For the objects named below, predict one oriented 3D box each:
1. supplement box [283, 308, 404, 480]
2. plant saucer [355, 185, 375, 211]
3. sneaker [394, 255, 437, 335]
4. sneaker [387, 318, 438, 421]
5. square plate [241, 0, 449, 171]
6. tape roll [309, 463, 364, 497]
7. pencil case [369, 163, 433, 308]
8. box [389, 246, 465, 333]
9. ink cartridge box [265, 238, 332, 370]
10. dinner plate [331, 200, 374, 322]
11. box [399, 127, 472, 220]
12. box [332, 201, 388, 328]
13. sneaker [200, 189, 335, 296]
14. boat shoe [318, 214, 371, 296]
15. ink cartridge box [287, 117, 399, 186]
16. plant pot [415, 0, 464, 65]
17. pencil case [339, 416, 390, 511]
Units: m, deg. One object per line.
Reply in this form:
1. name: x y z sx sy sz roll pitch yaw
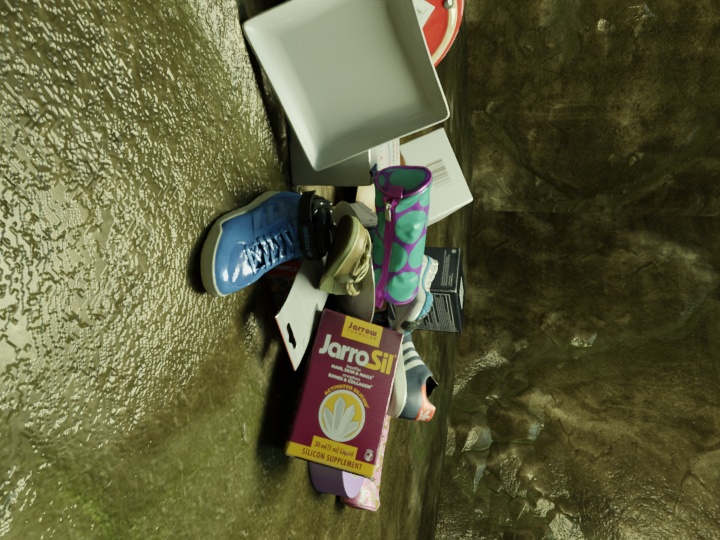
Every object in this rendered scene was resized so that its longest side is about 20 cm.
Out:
1. supplement box: -0.025 0.178 0.759 0.103 0.127 0.206 125 -20 -73
2. plant saucer: 0.021 -0.141 0.996 0.200 0.034 0.207 12 89 -85
3. sneaker: 0.072 0.024 0.864 0.075 0.086 0.202 -46 -166 30
4. sneaker: 0.081 0.159 0.839 0.202 0.082 0.076 -85 -163 -53
5. square plate: -0.013 -0.242 0.632 0.029 0.195 0.201 -85 153 -54
6. tape roll: -0.028 0.299 0.953 0.200 0.064 0.207 4 90 -73
7. pencil case: 0.052 -0.048 0.746 0.092 0.084 0.204 -43 146 -41
8. box: 0.145 0.046 1.246 0.202 0.192 0.126 68 28 -54
9. ink cartridge box: -0.088 0.023 0.733 0.203 0.049 0.111 -69 156 -43
10. dinner plate: -0.023 -0.006 0.828 0.199 0.024 0.207 169 -89 -70
11. box: 0.124 -0.173 1.080 0.156 0.104 0.200 66 -13 2
12. box: 0.000 0.000 0.889 0.117 0.058 0.206 -132 -143 -57
13. sneaker: -0.093 -0.036 0.602 0.201 0.108 0.079 -57 146 -57
14. boat shoe: -0.012 -0.010 0.663 0.201 0.061 0.075 120 -14 -68
15. ink cartridge box: -0.015 -0.213 0.799 0.200 0.121 0.133 -48 138 -63
16. plant pot: 0.032 -0.364 0.701 0.185 0.197 0.202 60 -1 32
17. pencil case: 0.012 0.377 1.069 0.087 0.080 0.206 60 37 -61
